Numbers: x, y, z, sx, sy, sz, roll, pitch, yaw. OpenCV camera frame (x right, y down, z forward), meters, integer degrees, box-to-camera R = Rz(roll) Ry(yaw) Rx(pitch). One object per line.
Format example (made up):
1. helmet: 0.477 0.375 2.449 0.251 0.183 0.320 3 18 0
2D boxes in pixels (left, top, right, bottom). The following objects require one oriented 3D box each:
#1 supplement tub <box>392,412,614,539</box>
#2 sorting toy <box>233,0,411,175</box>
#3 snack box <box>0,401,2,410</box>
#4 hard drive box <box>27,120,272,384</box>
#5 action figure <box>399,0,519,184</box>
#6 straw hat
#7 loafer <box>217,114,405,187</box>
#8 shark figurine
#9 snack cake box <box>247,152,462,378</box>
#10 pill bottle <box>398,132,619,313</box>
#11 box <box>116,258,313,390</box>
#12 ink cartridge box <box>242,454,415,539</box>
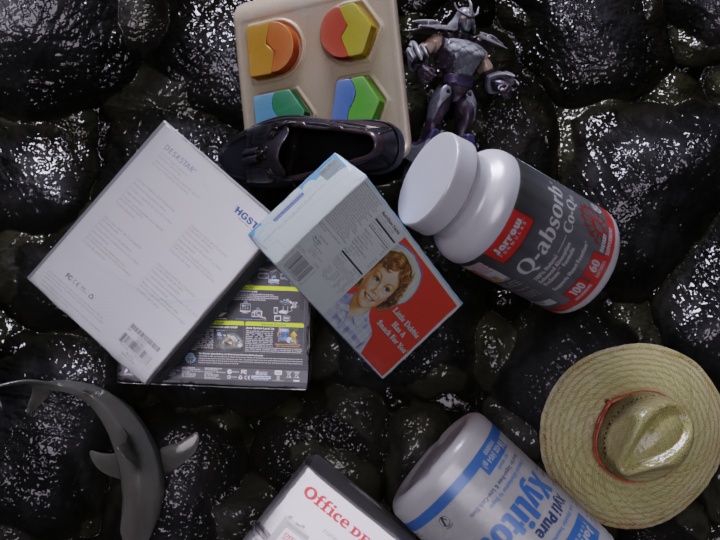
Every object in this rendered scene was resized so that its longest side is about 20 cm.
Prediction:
1. supplement tub: 0.142 0.249 0.870 0.200 0.132 0.132 42 87 3
2. sorting toy: -0.045 -0.200 0.923 0.184 0.036 0.202 -7 84 21
3. snack box: -0.454 0.069 0.901 0.141 0.053 0.201 -22 67 0
4. hard drive box: -0.192 -0.015 0.875 0.156 0.077 0.200 41 87 3
5. action figure: 0.099 -0.180 0.928 0.129 0.069 0.202 7 94 -17
6. straw hat: 0.284 0.166 0.896 0.199 0.085 0.203 0 86 0
7. loafer: -0.058 -0.121 0.881 0.198 0.063 0.073 -2 93 20
8. shark figurine: -0.254 0.166 0.903 0.128 0.090 0.215 -39 88 -4
9. snack cake box: 0.000 0.000 0.864 0.115 0.067 0.200 -43 129 -4
10. pill bottle: 0.142 -0.046 0.864 0.199 0.116 0.117 25 86 -24
11. box: -0.147 0.040 0.931 0.198 0.044 0.162 2 85 0
12. ink cartridge box: -0.057 0.307 0.891 0.146 0.083 0.200 37 87 3
